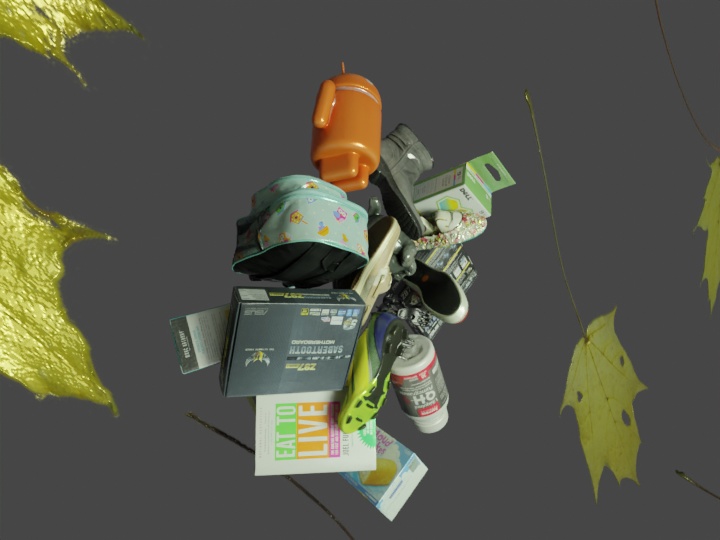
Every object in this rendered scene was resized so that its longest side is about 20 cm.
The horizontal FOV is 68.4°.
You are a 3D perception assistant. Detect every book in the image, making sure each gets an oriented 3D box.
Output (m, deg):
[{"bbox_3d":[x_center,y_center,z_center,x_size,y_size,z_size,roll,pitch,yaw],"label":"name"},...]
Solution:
[{"bbox_3d":[-0.073,0.261,0.872,0.196,0.048,0.137,1,80,-11],"label":"book"}]

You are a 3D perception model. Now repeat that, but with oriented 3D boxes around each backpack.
[{"bbox_3d":[-0.083,-0.057,0.824,0.174,0.198,0.157,19,72,-39],"label":"backpack"}]

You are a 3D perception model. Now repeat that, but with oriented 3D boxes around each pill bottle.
[{"bbox_3d":[0.126,0.247,1.134,0.110,0.110,0.203,-36,122,-26],"label":"pill bottle"}]

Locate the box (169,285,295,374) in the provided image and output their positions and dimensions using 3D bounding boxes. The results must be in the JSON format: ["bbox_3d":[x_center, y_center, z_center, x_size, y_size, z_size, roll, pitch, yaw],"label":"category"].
[{"bbox_3d":[-0.188,0.092,0.827,0.197,0.049,0.084,-15,83,-20],"label":"box"}]

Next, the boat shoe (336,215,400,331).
[{"bbox_3d":[0.016,0.009,0.864,0.064,0.072,0.203,24,97,-27],"label":"boat shoe"}]

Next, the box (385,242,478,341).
[{"bbox_3d":[0.158,0.026,1.141,0.201,0.049,0.162,-51,128,-17],"label":"box"}]

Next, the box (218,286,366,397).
[{"bbox_3d":[-0.102,0.107,0.791,0.196,0.051,0.160,4,116,-27],"label":"box"}]

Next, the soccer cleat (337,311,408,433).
[{"bbox_3d":[0.010,0.163,0.862,0.064,0.083,0.203,28,84,-44],"label":"soccer cleat"}]

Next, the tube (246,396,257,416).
[{"bbox_3d":[-0.191,0.152,0.895,0.058,0.051,0.203,-66,142,-59],"label":"tube"}]

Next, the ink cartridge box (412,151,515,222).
[{"bbox_3d":[0.187,-0.141,1.022,0.103,0.198,0.060,38,48,-38],"label":"ink cartridge box"}]

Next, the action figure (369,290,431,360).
[{"bbox_3d":[0.069,0.107,0.987,0.101,0.200,0.120,31,86,-7],"label":"action figure"}]

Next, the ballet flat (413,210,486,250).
[{"bbox_3d":[0.138,-0.079,1.008,0.064,0.197,0.077,51,37,-38],"label":"ballet flat"}]

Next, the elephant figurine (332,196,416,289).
[{"bbox_3d":[0.000,0.000,0.947,0.199,0.155,0.143,-34,152,-30],"label":"elephant figurine"}]

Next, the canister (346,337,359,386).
[{"bbox_3d":[-0.049,0.229,0.976,0.201,0.086,0.149,-50,164,-15],"label":"canister"}]

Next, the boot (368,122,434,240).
[{"bbox_3d":[0.093,-0.169,0.980,0.131,0.070,0.202,-33,95,-26],"label":"boot"}]

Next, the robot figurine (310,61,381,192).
[{"bbox_3d":[-0.022,-0.230,0.859,0.141,0.116,0.204,12,68,-24],"label":"robot figurine"}]

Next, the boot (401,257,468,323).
[{"bbox_3d":[0.166,0.065,1.001,0.072,0.200,0.144,-44,120,1],"label":"boot"}]

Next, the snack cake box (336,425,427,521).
[{"bbox_3d":[0.018,0.365,1.019,0.115,0.199,0.068,-49,126,-17],"label":"snack cake box"}]
